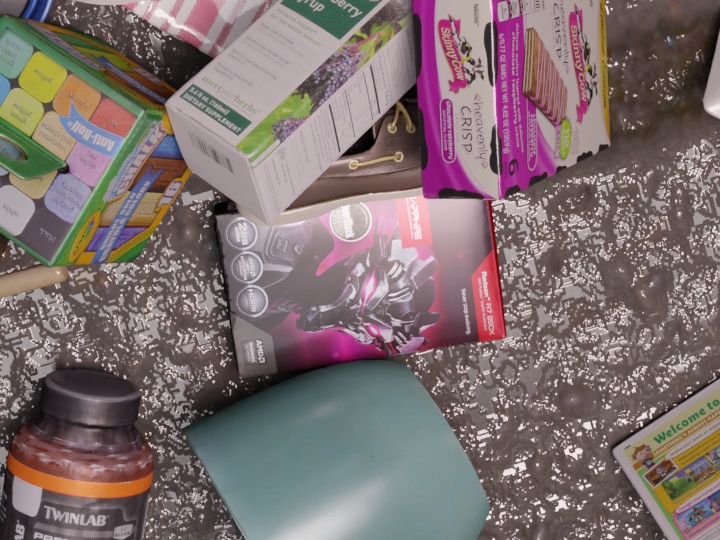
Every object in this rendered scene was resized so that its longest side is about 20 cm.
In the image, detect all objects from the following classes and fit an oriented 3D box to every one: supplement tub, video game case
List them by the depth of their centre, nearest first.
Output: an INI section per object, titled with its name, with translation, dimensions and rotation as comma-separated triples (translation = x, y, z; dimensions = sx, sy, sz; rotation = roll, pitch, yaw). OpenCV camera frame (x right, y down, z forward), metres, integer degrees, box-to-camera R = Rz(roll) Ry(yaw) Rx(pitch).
[video game case]
translation = 0.306, 0.141, 1.520
dimensions = 0.200, 0.182, 0.022
rotation = -34, 138, 4
[supplement tub]
translation = -0.207, 0.176, 1.522
dimensions = 0.107, 0.107, 0.200
rotation = 8, 102, -5

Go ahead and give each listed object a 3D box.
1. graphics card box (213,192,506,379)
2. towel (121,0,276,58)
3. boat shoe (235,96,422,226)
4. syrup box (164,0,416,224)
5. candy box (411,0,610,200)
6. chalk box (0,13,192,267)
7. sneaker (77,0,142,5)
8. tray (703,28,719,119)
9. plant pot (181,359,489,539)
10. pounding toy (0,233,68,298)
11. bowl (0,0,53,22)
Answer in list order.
[graphics card box]
translation = 0.000, 0.000, 1.525
dimensions = 0.199, 0.051, 0.126
rotation = -8, 103, -1
[towel]
translation = -0.056, -0.204, 1.488
dimensions = 0.200, 0.030, 0.147
rotation = 29, 100, -9
[boat shoe]
translation = 0.006, -0.089, 1.480
dimensions = 0.200, 0.072, 0.060
rotation = -15, 137, -8
[syrup box]
translation = -0.027, -0.134, 1.404
dimensions = 0.079, 0.082, 0.200
rotation = 35, 69, 27
[candy box]
translation = 0.106, -0.132, 1.427
dimensions = 0.061, 0.200, 0.137
rotation = 3, 105, 26
[chalk box]
translation = -0.200, -0.085, 1.404
dimensions = 0.125, 0.200, 0.124
rotation = 35, 98, 11
[sneaker]
translation = -0.192, -0.212, 1.413
dimensions = 0.199, 0.085, 0.073
rotation = -3, 100, -15
[tray]
translation = 0.343, -0.120, 1.501
dimensions = 0.200, 0.022, 0.108
rotation = 23, 60, -8
[plant pot]
translation = -0.007, 0.156, 1.491
dimensions = 0.161, 0.201, 0.201
rotation = -31, 103, -7
[pounding toy]
translation = -0.326, 0.011, 1.460
dimensions = 0.200, 0.142, 0.184
rotation = 31, 99, -9
[bowl]
translation = -0.307, -0.220, 1.464
dimensions = 0.200, 0.039, 0.201
rotation = -1, 102, -3
